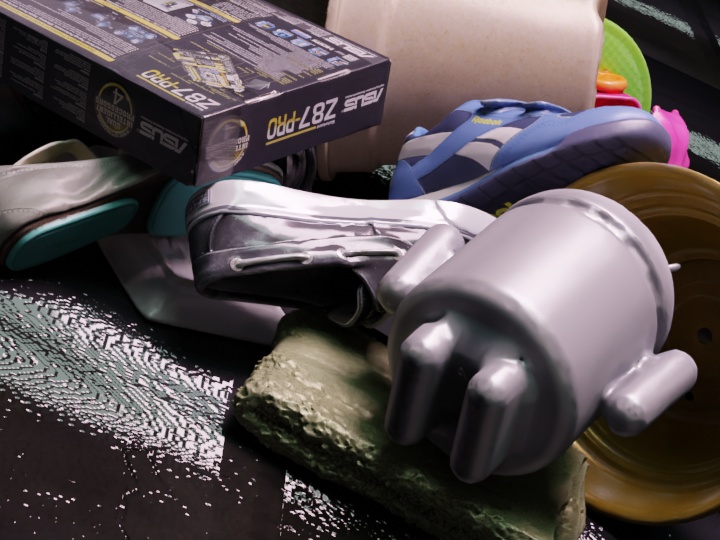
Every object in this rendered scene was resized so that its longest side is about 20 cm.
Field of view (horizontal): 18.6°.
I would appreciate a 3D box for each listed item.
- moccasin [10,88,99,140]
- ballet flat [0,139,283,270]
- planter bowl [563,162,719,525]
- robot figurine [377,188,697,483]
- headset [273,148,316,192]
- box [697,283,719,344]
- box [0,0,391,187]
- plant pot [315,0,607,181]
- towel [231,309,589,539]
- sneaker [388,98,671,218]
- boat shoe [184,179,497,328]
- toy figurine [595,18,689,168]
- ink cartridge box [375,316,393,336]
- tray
[{"bbox_3d":[-0.162,-0.132,1.410,0.078,0.074,0.201,58,29,10],"label":"moccasin"},{"bbox_3d":[-0.130,-0.051,1.224,0.199,0.068,0.064,-14,62,-39],"label":"ballet flat"},{"bbox_3d":[0.180,0.039,1.251,0.200,0.201,0.083,38,23,29],"label":"planter bowl"},{"bbox_3d":[0.090,0.029,1.147,0.169,0.114,0.200,32,41,20],"label":"robot figurine"},{"bbox_3d":[-0.067,-0.088,1.371,0.123,0.094,0.201,36,20,-57],"label":"headset"},{"bbox_3d":[0.233,0.030,1.413,0.193,0.048,0.200,44,-7,-36],"label":"box"},{"bbox_3d":[-0.107,-0.122,1.267,0.199,0.049,0.161,28,30,32],"label":"box"},{"bbox_3d":[0.075,-0.150,1.512,0.182,0.202,0.201,7,19,5],"label":"plant pot"},{"bbox_3d":[0.032,0.094,1.178,0.199,0.037,0.148,28,21,1],"label":"towel"},{"bbox_3d":[0.093,-0.070,1.293,0.074,0.199,0.083,34,53,-40],"label":"sneaker"},{"bbox_3d":[0.000,0.000,1.213,0.198,0.072,0.068,9,56,-25],"label":"boat shoe"},{"bbox_3d":[0.159,-0.097,1.622,0.198,0.151,0.184,1,20,-18],"label":"toy figurine"},{"bbox_3d":[0.077,0.036,1.360,0.199,0.044,0.094,30,20,8],"label":"ink cartridge box"},{"bbox_3d":[-0.110,-0.021,1.303,0.107,0.022,0.200,14,23,-33],"label":"tray"}]
